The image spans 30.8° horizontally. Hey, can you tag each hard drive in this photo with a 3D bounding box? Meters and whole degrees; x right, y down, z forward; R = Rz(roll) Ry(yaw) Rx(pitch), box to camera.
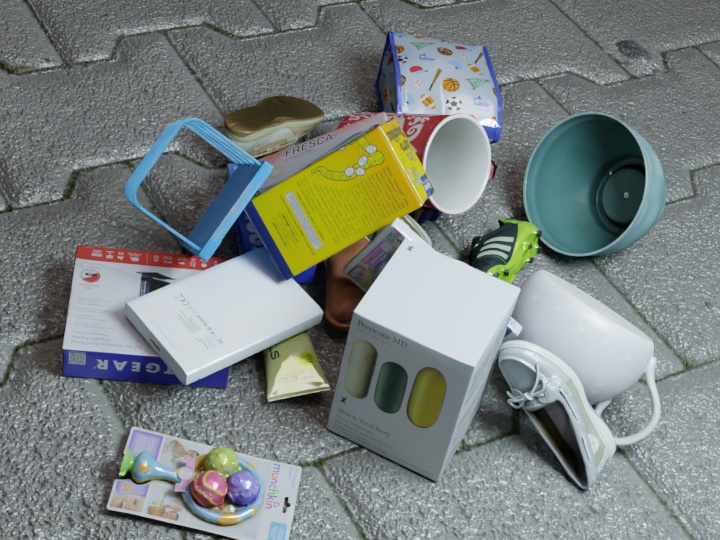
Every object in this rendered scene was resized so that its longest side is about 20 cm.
[{"bbox_3d":[-0.163,0.051,1.569,0.200,0.027,0.132,-24,55,-33],"label":"hard drive"}]

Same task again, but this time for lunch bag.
[{"bbox_3d":[0.117,-0.259,1.977,0.169,0.124,0.200,4,35,-11],"label":"lunch bag"}]

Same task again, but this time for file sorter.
[{"bbox_3d":[-0.210,-0.109,1.623,0.123,0.139,0.200,37,-4,-13],"label":"file sorter"}]

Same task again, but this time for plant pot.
[{"bbox_3d":[0.350,-0.112,1.849,0.134,0.201,0.200,9,34,-47],"label":"plant pot"}]

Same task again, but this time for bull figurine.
[{"bbox_3d":[0.000,0.000,1.705,0.121,0.065,0.201,8,53,-9],"label":"bull figurine"}]

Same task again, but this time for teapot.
[{"bbox_3d":[0.256,0.105,1.613,0.197,0.146,0.200,27,9,-29],"label":"teapot"}]

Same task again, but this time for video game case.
[{"bbox_3d":[0.084,0.034,1.590,0.200,0.143,0.018,41,55,-5],"label":"video game case"}]

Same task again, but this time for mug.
[{"bbox_3d":[0.074,-0.145,1.817,0.200,0.178,0.134,13,68,45],"label":"mug"}]

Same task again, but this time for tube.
[{"bbox_3d":[-0.093,0.077,1.617,0.052,0.058,0.200,31,31,-40],"label":"tube"}]

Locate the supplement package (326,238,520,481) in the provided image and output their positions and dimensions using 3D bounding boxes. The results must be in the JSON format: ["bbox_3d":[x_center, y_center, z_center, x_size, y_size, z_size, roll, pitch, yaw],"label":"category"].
[{"bbox_3d":[0.070,0.103,1.517,0.151,0.200,0.151,24,43,12],"label":"supplement package"}]

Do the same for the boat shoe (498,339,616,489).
[{"bbox_3d":[0.226,0.166,1.532,0.202,0.074,0.065,54,49,-20],"label":"boat shoe"}]

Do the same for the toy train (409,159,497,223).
[{"bbox_3d":[0.134,-0.116,1.896,0.046,0.034,0.200,44,49,15],"label":"toy train"}]

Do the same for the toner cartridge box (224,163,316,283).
[{"bbox_3d":[-0.123,-0.066,1.765,0.095,0.043,0.200,-1,44,-17],"label":"toner cartridge box"}]

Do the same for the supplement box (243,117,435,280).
[{"bbox_3d":[-0.024,-0.089,1.608,0.110,0.200,0.109,60,16,-5],"label":"supplement box"}]

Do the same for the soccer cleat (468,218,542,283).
[{"bbox_3d":[0.175,-0.007,1.774,0.081,0.068,0.200,16,38,29],"label":"soccer cleat"}]

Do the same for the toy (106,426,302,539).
[{"bbox_3d":[-0.167,0.228,1.436,0.199,0.047,0.115,12,44,-2],"label":"toy"}]

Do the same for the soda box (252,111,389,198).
[{"bbox_3d":[-0.045,-0.133,1.705,0.199,0.064,0.069,-20,41,16],"label":"soda box"}]

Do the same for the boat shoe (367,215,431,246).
[{"bbox_3d":[0.015,-0.078,1.788,0.200,0.075,0.068,35,24,3],"label":"boat shoe"}]

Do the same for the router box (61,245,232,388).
[{"bbox_3d":[-0.255,0.055,1.597,0.199,0.049,0.180,5,43,-10],"label":"router box"}]

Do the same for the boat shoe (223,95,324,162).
[{"bbox_3d":[-0.131,-0.203,1.893,0.074,0.067,0.200,37,34,25],"label":"boat shoe"}]
